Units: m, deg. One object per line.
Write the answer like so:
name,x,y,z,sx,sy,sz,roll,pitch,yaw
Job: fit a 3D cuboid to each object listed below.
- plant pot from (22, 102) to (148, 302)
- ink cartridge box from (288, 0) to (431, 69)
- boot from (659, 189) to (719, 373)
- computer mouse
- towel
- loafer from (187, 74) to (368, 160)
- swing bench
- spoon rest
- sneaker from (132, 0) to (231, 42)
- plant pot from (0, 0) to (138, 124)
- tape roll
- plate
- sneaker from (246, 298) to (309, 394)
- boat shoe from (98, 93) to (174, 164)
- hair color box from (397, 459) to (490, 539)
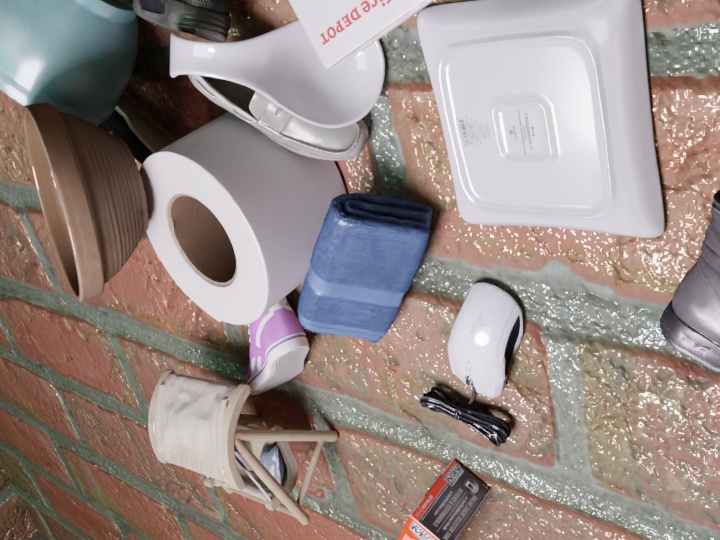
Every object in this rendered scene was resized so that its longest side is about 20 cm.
plant pot,-0.283,-0.079,0.830,0.201,0.091,0.205,44,143,46
ink cartridge box,-0.012,-0.285,0.612,0.145,0.084,0.203,-16,107,50
boot,0.318,0.036,0.548,0.197,0.070,0.134,29,132,20
computer mouse,0.117,0.100,0.817,0.108,0.044,0.204,29,137,28
towel,0.000,0.000,0.820,0.108,0.050,0.202,9,142,-10
loafer,-0.085,-0.164,0.766,0.196,0.070,0.071,25,94,9
swing bench,-0.175,0.240,1.093,0.196,0.133,0.199,1,154,46
spoon rest,-0.073,-0.182,0.701,0.061,0.194,0.102,-113,26,-72
sneaker,-0.173,-0.296,0.786,0.199,0.075,0.117,33,111,58
plant pot,-0.326,-0.284,0.872,0.134,0.200,0.201,-42,88,26
tape roll,-0.128,-0.064,0.861,0.200,0.139,0.207,27,137,28
plate,0.137,-0.117,0.637,0.197,0.032,0.204,8,125,42
sneaker,-0.122,0.087,1.048,0.116,0.071,0.201,62,151,18
boat shoe,-0.293,-0.170,0.988,0.201,0.073,0.064,42,102,19
hair color box,0.088,0.337,0.988,0.061,0.101,0.203,35,138,18
